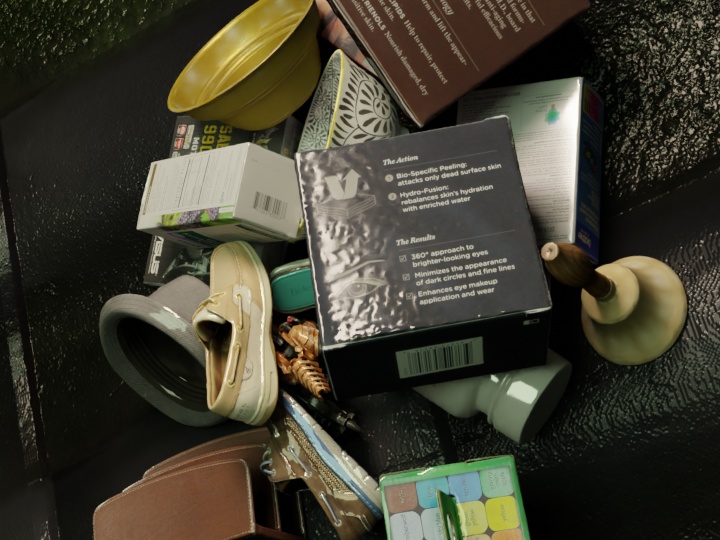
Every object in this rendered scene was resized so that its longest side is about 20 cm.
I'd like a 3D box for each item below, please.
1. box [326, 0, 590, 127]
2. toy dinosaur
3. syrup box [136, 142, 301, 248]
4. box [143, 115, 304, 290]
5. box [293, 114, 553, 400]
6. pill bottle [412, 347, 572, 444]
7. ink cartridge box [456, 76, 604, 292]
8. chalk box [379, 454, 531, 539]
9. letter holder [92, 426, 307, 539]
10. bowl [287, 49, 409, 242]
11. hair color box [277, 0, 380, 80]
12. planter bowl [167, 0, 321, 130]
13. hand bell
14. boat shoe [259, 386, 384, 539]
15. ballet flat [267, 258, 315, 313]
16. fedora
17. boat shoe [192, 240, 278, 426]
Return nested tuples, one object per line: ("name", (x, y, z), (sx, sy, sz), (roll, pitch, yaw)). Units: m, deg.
("box", (0.085, -0.264, 1.389), (0.199, 0.166, 0.165), (-35, 99, 3))
("toy dinosaur", (-0.048, 0.098, 1.426), (0.102, 0.135, 0.200), (-50, 13, 26))
("syrup box", (-0.144, -0.073, 1.479), (0.199, 0.078, 0.082), (-5, 70, 53))
("box", (-0.149, -0.071, 1.598), (0.157, 0.048, 0.202), (3, 77, 32))
("box", (0.054, -0.011, 1.272), (0.195, 0.118, 0.201), (-9, 62, 1))
("pill bottle", (0.093, 0.072, 1.356), (0.199, 0.114, 0.115), (32, 93, 21))
("ink cartridge box", (0.160, -0.075, 1.394), (0.136, 0.076, 0.202), (-4, 71, 30))
("chalk box", (0.086, 0.239, 1.249), (0.123, 0.200, 0.125), (-8, 69, 0))
("letter holder", (-0.169, 0.235, 1.485), (0.199, 0.100, 0.143), (-21, 63, 25))
("bowl", (-0.006, -0.117, 1.478), (0.093, 0.201, 0.202), (14, 90, -11))
("hair color box", (0.014, -0.278, 1.555), (0.200, 0.064, 0.111), (39, 97, 35))
("planter bowl", (-0.103, -0.209, 1.532), (0.200, 0.084, 0.201), (-32, 27, 19))
("hand bell", (0.207, 0.010, 1.264), (0.103, 0.200, 0.105), (-10, 69, 28))
("boat shoe", (-0.059, 0.183, 1.402), (0.072, 0.072, 0.200), (-45, 65, -9))
("ballet flat", (0.000, 0.000, 1.465), (0.198, 0.070, 0.070), (-9, 68, 1))
("fedora", (-0.184, 0.073, 1.523), (0.176, 0.200, 0.090), (36, 61, 5))
("boat shoe", (-0.128, 0.053, 1.401), (0.074, 0.069, 0.201), (-48, 43, 41))
